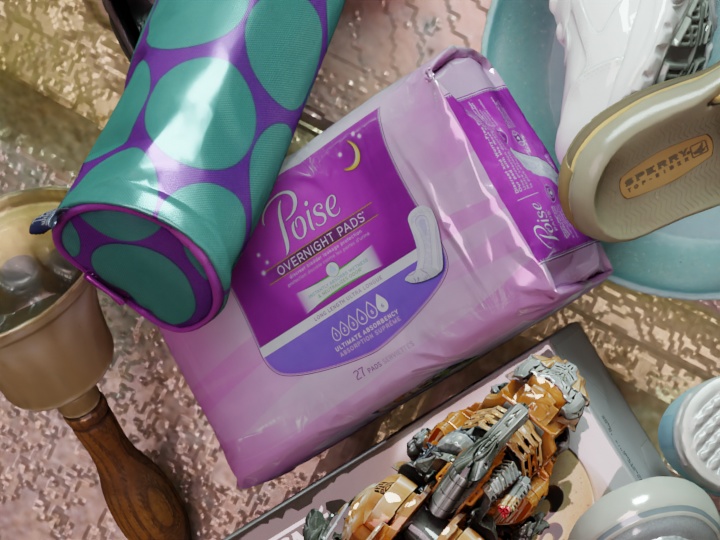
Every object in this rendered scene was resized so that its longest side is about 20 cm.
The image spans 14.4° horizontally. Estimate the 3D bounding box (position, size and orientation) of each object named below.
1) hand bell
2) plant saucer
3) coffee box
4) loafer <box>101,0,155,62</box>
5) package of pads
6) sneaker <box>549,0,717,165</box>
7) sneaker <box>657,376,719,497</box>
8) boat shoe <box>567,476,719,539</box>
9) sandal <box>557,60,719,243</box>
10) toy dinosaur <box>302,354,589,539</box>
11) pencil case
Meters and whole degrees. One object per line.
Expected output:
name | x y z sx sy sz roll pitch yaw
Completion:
hand bell | -0.124 0.068 1.319 0.104 0.104 0.200 -15 128 16
plant saucer | 0.153 -0.087 1.276 0.199 0.036 0.201 1 92 17
coffee box | 0.039 0.125 1.306 0.200 0.080 0.113 -32 87 14
loafer | -0.089 -0.134 1.325 0.072 0.063 0.200 -23 89 15
package of pads | 0.000 0.000 1.279 0.200 0.076 0.121 -33 83 30
sneaker | 0.107 -0.137 1.239 0.099 0.078 0.200 14 88 23
sneaker | 0.227 0.075 1.264 0.199 0.082 0.074 11 86 -9
boat shoe | 0.135 0.165 1.231 0.070 0.201 0.072 -18 52 -4
sandal | 0.177 -0.066 1.190 0.200 0.054 0.080 -30 126 -6
toy dinosaur | 0.019 0.114 1.194 0.200 0.136 0.102 -23 69 -26
pencil case | -0.067 -0.078 1.231 0.085 0.200 0.092 37 148 -28
